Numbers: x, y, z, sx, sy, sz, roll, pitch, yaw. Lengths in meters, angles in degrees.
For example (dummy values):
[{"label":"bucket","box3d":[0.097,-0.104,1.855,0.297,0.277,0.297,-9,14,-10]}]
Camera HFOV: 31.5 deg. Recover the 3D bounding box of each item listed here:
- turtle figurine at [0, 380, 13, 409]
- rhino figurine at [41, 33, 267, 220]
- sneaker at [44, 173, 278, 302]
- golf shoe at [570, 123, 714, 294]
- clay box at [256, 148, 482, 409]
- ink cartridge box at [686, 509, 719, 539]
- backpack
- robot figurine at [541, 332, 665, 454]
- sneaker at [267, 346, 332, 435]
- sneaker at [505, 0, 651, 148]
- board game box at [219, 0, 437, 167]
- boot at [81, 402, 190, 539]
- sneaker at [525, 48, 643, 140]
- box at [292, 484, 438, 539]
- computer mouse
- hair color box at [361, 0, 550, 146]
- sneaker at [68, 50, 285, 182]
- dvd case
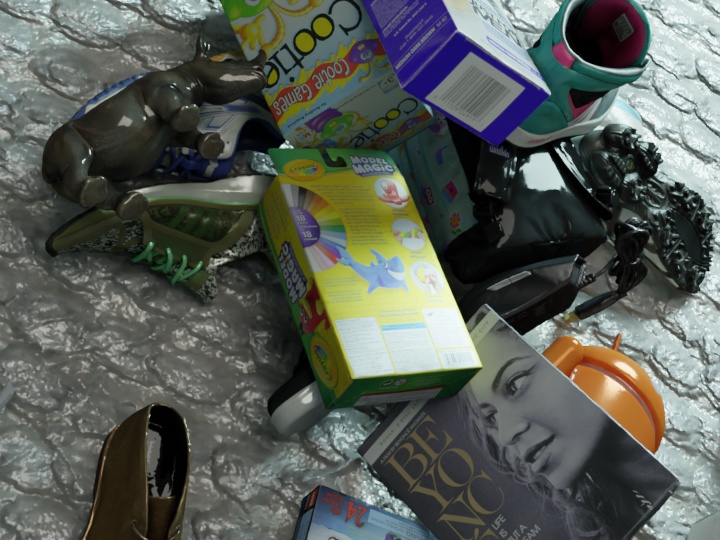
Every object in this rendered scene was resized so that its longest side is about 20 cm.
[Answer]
[{"label":"turtle figurine","box3d":[-0.297,0.129,0.740,0.199,0.144,0.195,4,67,-21]},{"label":"rhino figurine","box3d":[-0.141,-0.109,0.909,0.087,0.060,0.200,27,56,38]},{"label":"sneaker","box3d":[-0.133,-0.019,0.953,0.199,0.077,0.089,-10,85,-26]},{"label":"golf shoe","box3d":[0.249,-0.057,1.161,0.200,0.094,0.078,49,63,-28]},{"label":"clay box","box3d":[0.000,0.000,0.937,0.114,0.048,0.201,-2,56,-32]},{"label":"ink cartridge box","box3d":[0.343,0.299,1.010,0.200,0.083,0.147,36,53,-6]},{"label":"backpack","box3d":[0.103,-0.092,1.072,0.166,0.127,0.201,-4,64,-42]},{"label":"robot figurine","box3d":[0.163,0.135,0.983,0.144,0.117,0.200,45,50,0]},{"label":"sneaker","box3d":[-0.026,0.038,0.977,0.112,0.073,0.200,48,46,9]},{"label":"sneaker","box3d":[0.186,-0.171,1.019,0.084,0.121,0.200,52,38,6]},{"label":"board game box","box3d":[-0.036,-0.190,1.025,0.201,0.105,0.103,64,11,25]},{"label":"boot","box3d":[-0.146,0.182,0.830,0.073,0.075,0.201,12,61,-23]},{"label":"sneaker","box3d":[0.176,-0.159,1.182,0.200,0.076,0.081,33,45,-15]},{"label":"box","box3d":[0.037,0.253,0.907,0.199,0.038,0.137,24,56,-14]},{"label":"computer mouse","box3d":[0.148,0.021,1.054,0.199,0.140,0.046,-32,67,3]},{"label":"hair color box","box3d":[0.058,-0.197,0.965,0.109,0.065,0.201,25,31,-40]},{"label":"sneaker","box3d":[-0.139,-0.105,0.987,0.199,0.075,0.088,-27,79,-34]},{"label":"dvd case","box3d":[0.106,0.138,0.907,0.200,0.149,0.016,44,4,35]}]
